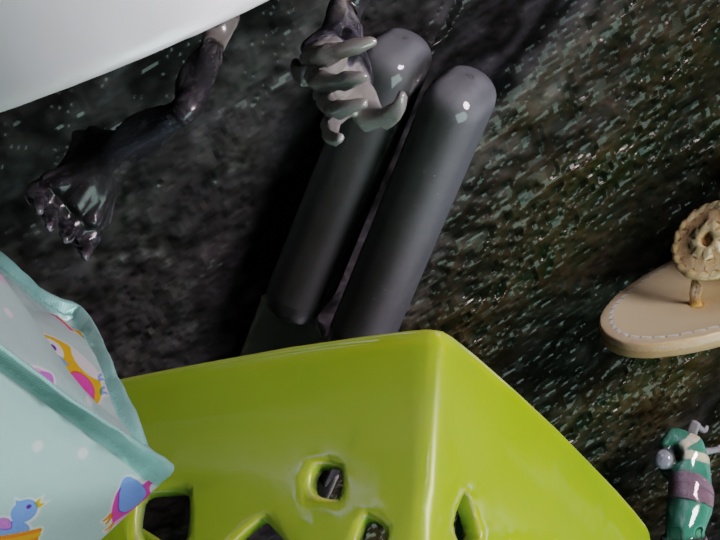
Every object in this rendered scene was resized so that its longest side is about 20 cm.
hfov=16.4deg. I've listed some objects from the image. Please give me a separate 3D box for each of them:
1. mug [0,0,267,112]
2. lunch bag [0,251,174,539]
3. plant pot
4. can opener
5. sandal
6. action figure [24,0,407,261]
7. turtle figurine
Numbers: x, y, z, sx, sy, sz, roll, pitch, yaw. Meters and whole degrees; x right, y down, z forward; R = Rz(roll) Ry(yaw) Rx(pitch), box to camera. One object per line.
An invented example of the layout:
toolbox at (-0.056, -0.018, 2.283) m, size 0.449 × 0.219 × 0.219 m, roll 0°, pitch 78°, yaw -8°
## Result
mug at (-0.112, -0.132, 0.586) m, size 0.199 × 0.148 × 0.176 m, roll -16°, pitch 106°, yaw 23°
lunch bag at (-0.182, 0.043, 0.736) m, size 0.170 × 0.122 × 0.200 m, roll -41°, pitch 135°, yaw 6°
plant pot at (-0.019, 0.153, 0.863) m, size 0.198 × 0.182 × 0.200 m, roll -12°, pitch 151°, yaw 25°
can opener at (0.000, 0.000, 0.905) m, size 0.067 × 0.053 × 0.201 m, roll -41°, pitch 158°, yaw -55°
sandal at (0.183, -0.032, 0.999) m, size 0.211 × 0.078 × 0.070 m, roll -17°, pitch 114°, yaw -18°
action figure at (-0.032, -0.088, 0.728) m, size 0.200 × 0.102 × 0.119 m, roll -41°, pitch 115°, yaw 11°
turtle figurine at (0.119, 0.141, 1.098) m, size 0.199 × 0.101 × 0.150 m, roll 2°, pitch 128°, yaw -32°
